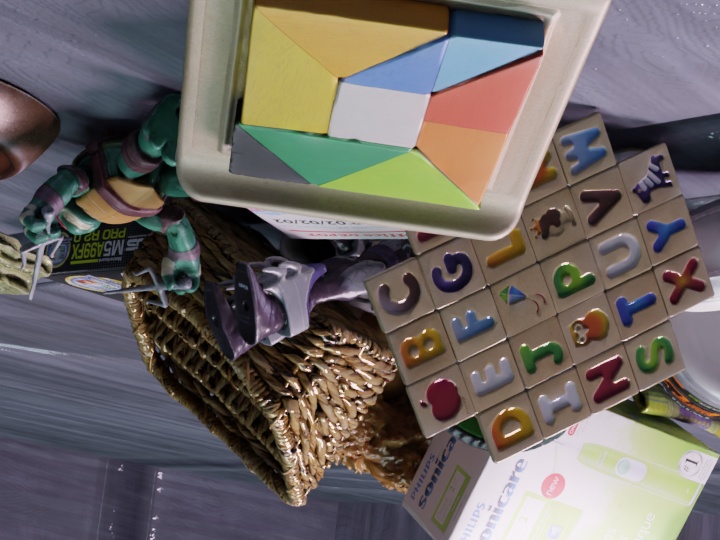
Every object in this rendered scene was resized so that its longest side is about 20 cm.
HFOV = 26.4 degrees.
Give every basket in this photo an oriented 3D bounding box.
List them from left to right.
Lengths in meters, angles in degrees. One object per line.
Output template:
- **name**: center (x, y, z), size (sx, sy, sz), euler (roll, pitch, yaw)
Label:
- **basket**: center (-0.096, 0.058, 1.127), size (0.200, 0.149, 0.143), euler (40, -173, 31)

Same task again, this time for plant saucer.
- **plant saucer**: center (-0.298, -0.095, 0.999), size (0.199, 0.035, 0.200), euler (7, 167, 2)

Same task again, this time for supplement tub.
- **supplement tub**: center (0.273, 0.047, 1.118), size (0.122, 0.123, 0.200), euler (4, 171, 7)

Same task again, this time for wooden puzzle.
- **wooden puzzle**: center (0.007, -0.085, 0.725), size (0.184, 0.037, 0.200), euler (8, 144, -5)

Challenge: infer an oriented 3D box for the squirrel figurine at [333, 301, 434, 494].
- **squirrel figurine**: center (0.023, 0.091, 1.269), size (0.141, 0.201, 0.187), euler (-9, 150, 29)

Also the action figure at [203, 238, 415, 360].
- **action figure**: center (0.000, 0.000, 1.007), size (0.199, 0.070, 0.130), euler (-19, -168, -31)

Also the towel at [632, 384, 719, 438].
- **towel**: center (0.243, 0.077, 1.272), size (0.023, 0.144, 0.200), euler (-42, 148, 18)

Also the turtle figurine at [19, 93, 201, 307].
- **turtle figurine**: center (-0.154, -0.045, 1.002), size (0.149, 0.101, 0.200), euler (8, 156, -42)

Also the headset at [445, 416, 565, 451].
- **headset**: center (0.125, 0.042, 1.050), size (0.200, 0.094, 0.124), euler (-37, 99, 34)

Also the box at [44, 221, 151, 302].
- **box**: center (-0.149, 0.003, 1.321), size (0.160, 0.045, 0.200), euler (-4, 163, 37)

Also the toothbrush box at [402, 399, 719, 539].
- **toothbrush box**: center (0.156, 0.163, 1.196), size (0.199, 0.146, 0.086), euler (23, -172, -27)

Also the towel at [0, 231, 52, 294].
- **towel**: center (-0.318, -0.018, 1.010), size (0.199, 0.037, 0.148), euler (3, 167, 13)

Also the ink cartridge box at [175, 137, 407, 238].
- **ink cartridge box**: center (-0.010, -0.065, 0.910), size (0.114, 0.068, 0.200), euler (1, 166, 23)

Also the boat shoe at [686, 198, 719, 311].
- **boat shoe**: center (0.252, -0.027, 0.917), size (0.199, 0.072, 0.068), euler (-9, 153, 27)

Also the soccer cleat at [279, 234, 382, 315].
- **soccer cleat**: center (0.029, 0.013, 1.117), size (0.199, 0.069, 0.085), euler (27, -170, 28)

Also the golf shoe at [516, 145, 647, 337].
- **golf shoe**: center (0.118, 0.011, 0.932), size (0.073, 0.200, 0.092), euler (39, -167, -14)

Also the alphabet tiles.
- **alphabet tiles**: center (0.107, 0.010, 0.884), size (0.199, 0.167, 0.006), euler (-24, -165, -13)
